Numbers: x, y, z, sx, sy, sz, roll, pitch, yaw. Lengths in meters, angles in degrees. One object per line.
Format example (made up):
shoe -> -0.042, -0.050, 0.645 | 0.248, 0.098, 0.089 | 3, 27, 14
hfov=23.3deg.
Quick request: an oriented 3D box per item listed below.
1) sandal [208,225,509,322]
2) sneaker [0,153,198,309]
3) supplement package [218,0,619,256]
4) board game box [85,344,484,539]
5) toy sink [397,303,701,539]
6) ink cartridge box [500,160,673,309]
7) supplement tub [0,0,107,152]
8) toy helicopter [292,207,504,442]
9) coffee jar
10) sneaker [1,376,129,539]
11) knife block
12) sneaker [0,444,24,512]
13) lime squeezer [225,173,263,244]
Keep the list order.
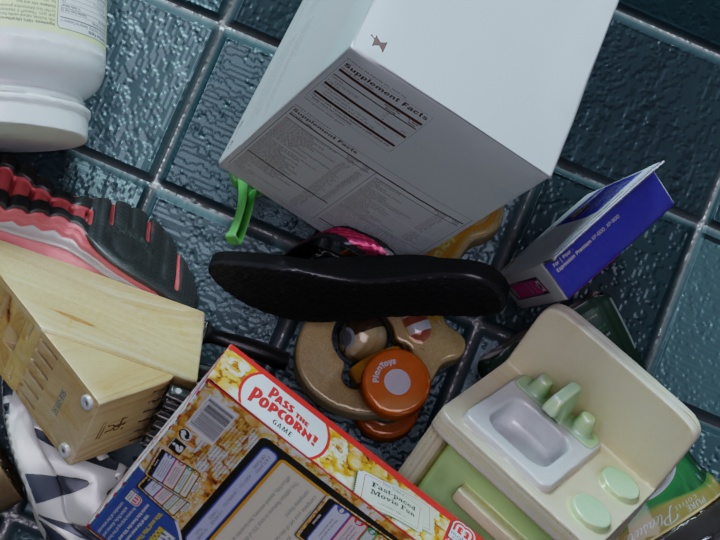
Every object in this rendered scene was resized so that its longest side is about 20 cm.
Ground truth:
sandal -> 0.000, 0.000, 1.144 | 0.200, 0.075, 0.045 | 1, 63, 14
sneaker -> -0.208, -0.010, 1.194 | 0.200, 0.074, 0.087 | 27, 122, -14
supplement package -> 0.041, -0.136, 1.115 | 0.147, 0.200, 0.191 | 32, 62, -15
board game box -> -0.048, 0.164, 1.082 | 0.200, 0.046, 0.152 | 39, 120, -5
toy sink -> 0.100, 0.143, 1.117 | 0.130, 0.112, 0.200 | 42, 122, 14
ink cartridge box -> 0.149, -0.021, 1.153 | 0.095, 0.200, 0.037 | -41, 89, -7
supplement tub -> -0.239, -0.187, 1.159 | 0.145, 0.145, 0.200 | 1, 85, -5
toy helicopter -> 0.025, 0.011, 1.214 | 0.132, 0.079, 0.200 | 36, 72, 8
coffee jar -> 0.171, 0.123, 1.199 | 0.104, 0.085, 0.200 | -29, 87, -11
sneaker -> -0.157, 0.143, 1.173 | 0.129, 0.079, 0.199 | -19, 80, -14
knife block -> -0.145, 0.053, 1.165 | 0.175, 0.064, 0.200 | -18, 58, -46
sneaker -> -0.311, 0.091, 1.168 | 0.090, 0.067, 0.200 | -32, 83, -6
lime squeezer -> -0.050, -0.087, 1.208 | 0.038, 0.071, 0.200 | 49, 58, -12
